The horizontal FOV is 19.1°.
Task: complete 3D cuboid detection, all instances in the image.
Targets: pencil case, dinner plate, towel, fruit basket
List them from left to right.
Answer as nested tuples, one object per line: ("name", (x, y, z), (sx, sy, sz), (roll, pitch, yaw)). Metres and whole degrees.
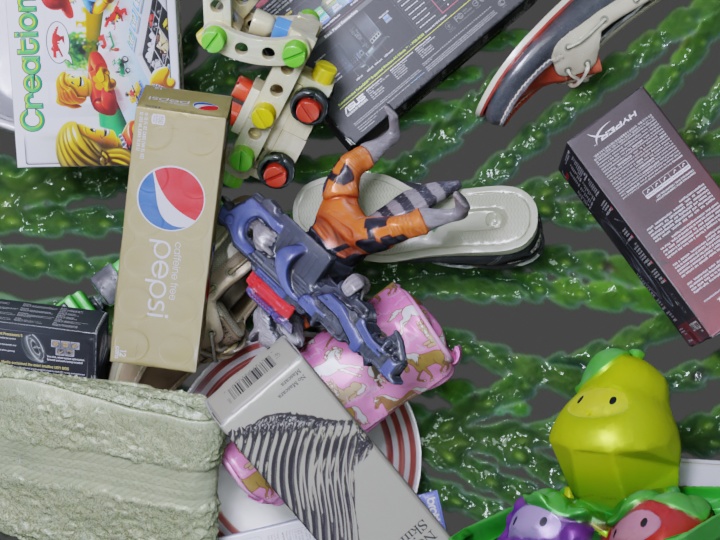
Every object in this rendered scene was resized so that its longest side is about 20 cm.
("towel", (-0.199, 0.149, 1.608), (0.199, 0.036, 0.149), (9, 113, 10))
("dinner plate", (-0.051, 0.148, 1.682), (0.200, 0.024, 0.201), (0, 86, 2))
("pencil case", (-0.020, 0.095, 1.634), (0.200, 0.083, 0.087), (-38, 121, -2))
("fruit basket", (0.178, 0.163, 1.542), (0.215, 0.155, 0.216), (11, 108, 37))

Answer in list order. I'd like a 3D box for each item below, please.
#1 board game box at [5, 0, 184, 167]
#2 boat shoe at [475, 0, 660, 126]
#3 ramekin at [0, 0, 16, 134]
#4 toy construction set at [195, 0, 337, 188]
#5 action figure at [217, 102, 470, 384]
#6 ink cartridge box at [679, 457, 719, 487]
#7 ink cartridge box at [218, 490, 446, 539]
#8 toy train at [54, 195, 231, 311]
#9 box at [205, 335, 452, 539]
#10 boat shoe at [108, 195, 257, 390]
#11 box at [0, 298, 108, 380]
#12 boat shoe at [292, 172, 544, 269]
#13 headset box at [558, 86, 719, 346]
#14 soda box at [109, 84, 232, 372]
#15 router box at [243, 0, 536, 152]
("board game box", (-0.196, -0.177, 1.580), (0.126, 0.035, 0.201), (-2, 105, 2))
("boat shoe", (0.172, -0.183, 1.680), (0.063, 0.071, 0.200), (43, 84, 2))
("ramekin", (-0.237, -0.198, 1.678), (0.200, 0.105, 0.201), (0, 85, 2))
("toy construction set", (-0.092, -0.138, 1.629), (0.131, 0.200, 0.092), (25, 45, -7))
("action figure", (0.000, 0.000, 1.595), (0.193, 0.105, 0.200), (-42, 67, 8))
("ink cartridge box", (0.263, 0.242, 1.601), (0.144, 0.084, 0.201), (1, 85, 36))
("ink cartridge box", (-0.024, 0.246, 1.642), (0.199, 0.042, 0.120), (-14, 84, 3))
("toy train", (-0.183, 0.004, 1.683), (0.200, 0.056, 0.042), (-38, 85, -1))
("box", (-0.020, 0.150, 1.559), (0.082, 0.068, 0.200), (-41, 109, -3))
("boat shoe", (-0.121, 0.037, 1.661), (0.065, 0.072, 0.200), (36, 87, 30))
("box", (-0.299, 0.101, 1.653), (0.199, 0.044, 0.161), (6, 112, 3))
("boat shoe", (0.045, -0.033, 1.672), (0.199, 0.068, 0.072), (5, 78, 16))
("headset box", (0.239, -0.029, 1.621), (0.077, 0.149, 0.200), (-37, 84, 0))
("soda box", (-0.140, -0.030, 1.572), (0.068, 0.064, 0.201), (8, 109, -2))
("router box", (0.020, -0.211, 1.689), (0.200, 0.062, 0.150), (-40, 85, -1))
